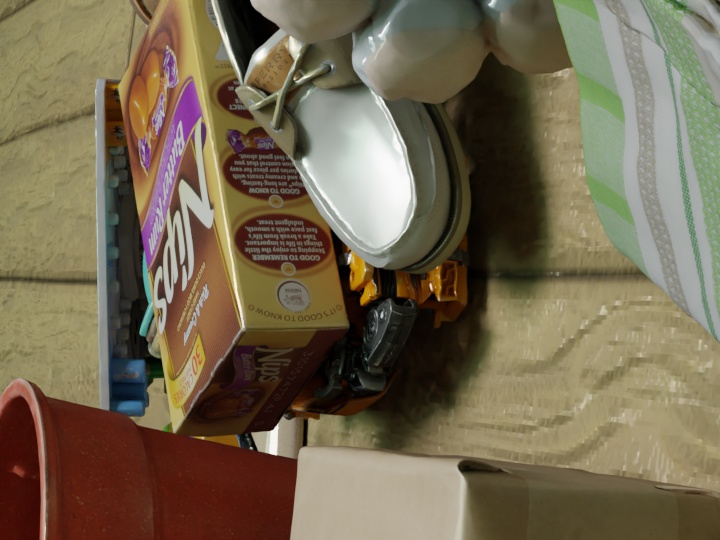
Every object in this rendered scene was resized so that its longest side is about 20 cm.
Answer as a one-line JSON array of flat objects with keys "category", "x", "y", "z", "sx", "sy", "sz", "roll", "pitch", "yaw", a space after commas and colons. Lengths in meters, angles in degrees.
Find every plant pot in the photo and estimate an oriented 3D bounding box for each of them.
[{"category": "plant pot", "x": -0.067, "y": 0.157, "z": 0.936, "sx": 0.201, "sy": 0.195, "sz": 0.201, "roll": -172, "pitch": 90, "yaw": -71}]

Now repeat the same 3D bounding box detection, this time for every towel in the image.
[{"category": "towel", "x": 0.104, "y": -0.034, "z": 0.687, "sx": 0.200, "sy": 0.031, "sz": 0.149, "roll": -128, "pitch": 21, "yaw": -64}]

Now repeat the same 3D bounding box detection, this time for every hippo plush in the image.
[{"category": "hippo plush", "x": 0.010, "y": -0.154, "z": 0.880, "sx": 0.159, "sy": 0.200, "sz": 0.161, "roll": -49, "pitch": 8, "yaw": -5}]

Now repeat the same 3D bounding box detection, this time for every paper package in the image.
[{"category": "paper package", "x": 0.038, "y": 0.168, "z": 0.775, "sx": 0.191, "sy": 0.103, "sz": 0.200, "roll": 173, "pitch": 104, "yaw": -70}]

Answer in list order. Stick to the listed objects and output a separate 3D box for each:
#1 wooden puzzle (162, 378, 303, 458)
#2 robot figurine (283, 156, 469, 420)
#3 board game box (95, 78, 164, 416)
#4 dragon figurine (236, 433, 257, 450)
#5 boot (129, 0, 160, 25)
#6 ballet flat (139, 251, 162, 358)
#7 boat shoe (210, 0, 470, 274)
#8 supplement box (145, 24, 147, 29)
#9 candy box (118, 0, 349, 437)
[{"category": "wooden puzzle", "x": -0.085, "y": 0.067, "z": 1.247, "sx": 0.200, "sy": 0.046, "sz": 0.185, "roll": 142, "pitch": 133, "yaw": -63}, {"category": "robot figurine", "x": 0.000, "y": 0.000, "z": 1.018, "sx": 0.200, "sy": 0.058, "sz": 0.145, "roll": 141, "pitch": 134, "yaw": -63}, {"category": "board game box", "x": -0.135, "y": -0.017, "z": 1.311, "sx": 0.200, "sy": 0.026, "sz": 0.200, "roll": -67, "pitch": -24, "yaw": -85}, {"category": "dragon figurine", "x": -0.050, "y": 0.162, "z": 1.085, "sx": 0.099, "sy": 0.059, "sz": 0.200, "roll": -167, "pitch": 81, "yaw": -68}, {"category": "boot", "x": -0.071, "y": -0.214, "z": 1.053, "sx": 0.075, "sy": 0.074, "sz": 0.200, "roll": 20, "pitch": 99, "yaw": 60}, {"category": "ballet flat", "x": -0.083, "y": 0.005, "z": 1.149, "sx": 0.200, "sy": 0.071, "sz": 0.071, "roll": -105, "pitch": 28, "yaw": -72}, {"category": "boat shoe", "x": -0.021, "y": -0.080, "z": 0.927, "sx": 0.075, "sy": 0.068, "sz": 0.200, "roll": -46, "pitch": 52, "yaw": 23}, {"category": "supplement box", "x": -0.075, "y": -0.157, "z": 1.267, "sx": 0.200, "sy": 0.073, "sz": 0.126, "roll": -106, "pitch": 30, "yaw": -49}, {"category": "candy box", "x": -0.064, "y": -0.035, "z": 1.016, "sx": 0.117, "sy": 0.056, "sz": 0.200, "roll": 126, "pitch": 137, "yaw": -54}]
